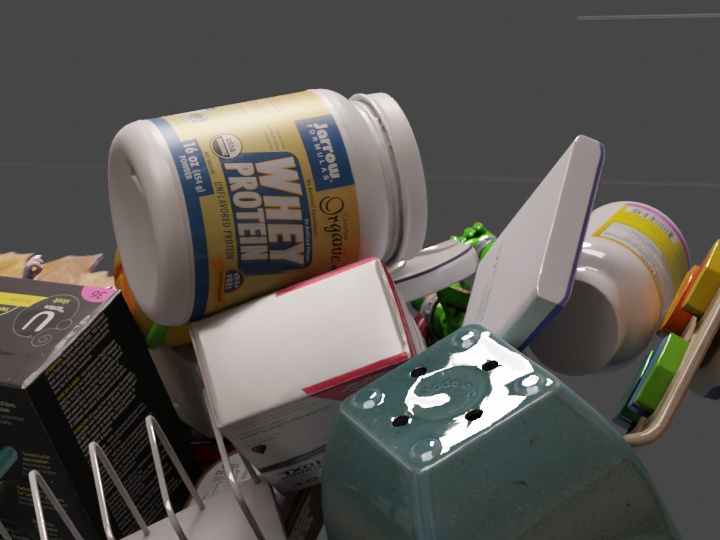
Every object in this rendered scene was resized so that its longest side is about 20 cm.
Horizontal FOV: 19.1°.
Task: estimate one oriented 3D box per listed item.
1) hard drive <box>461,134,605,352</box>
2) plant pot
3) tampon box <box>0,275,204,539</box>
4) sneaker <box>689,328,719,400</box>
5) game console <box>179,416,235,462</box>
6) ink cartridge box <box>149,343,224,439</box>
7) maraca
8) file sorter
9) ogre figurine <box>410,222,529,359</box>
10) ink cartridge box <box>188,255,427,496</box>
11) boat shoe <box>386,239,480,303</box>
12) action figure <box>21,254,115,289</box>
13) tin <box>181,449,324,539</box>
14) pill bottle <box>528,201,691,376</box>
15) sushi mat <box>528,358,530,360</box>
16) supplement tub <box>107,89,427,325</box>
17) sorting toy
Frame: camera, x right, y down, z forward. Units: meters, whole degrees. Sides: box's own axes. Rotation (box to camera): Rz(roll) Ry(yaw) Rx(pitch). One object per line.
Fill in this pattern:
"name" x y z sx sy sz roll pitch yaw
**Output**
"hard drive" 0.115 0.006 1.530 0.025 0.200 0.133 21 61 -7
"plant pot" 0.084 0.157 1.431 0.195 0.201 0.196 -30 31 -16
"tampon box" -0.239 0.123 1.681 0.149 0.201 0.126 6 39 37
"sneaker" 0.316 0.086 1.542 0.081 0.146 0.200 -59 -5 0
"game console" -0.086 0.088 1.812 0.175 0.031 0.201 -8 33 21
"ink cartridge box" -0.092 0.036 1.793 0.199 0.085 0.145 -35 35 -25
"maraca" -0.138 -0.016 1.707 0.106 0.138 0.200 26 26 -9
"file sorter" -0.162 0.196 1.526 0.199 0.125 0.139 -26 36 2
"ogre figurine" 0.075 0.049 1.711 0.199 0.099 0.119 -33 24 -31
"ink cartridge box" -0.024 0.080 1.543 0.144 0.200 0.085 -20 68 4
"boat shoe" 0.000 0.000 1.624 0.198 0.066 0.072 -17 2 -23
"action figure" -0.251 0.070 1.910 0.199 0.133 0.151 -5 74 47
"tin" -0.092 0.202 1.629 0.111 0.042 0.201 -10 32 26
"pill bottle" 0.184 0.017 1.627 0.103 0.105 0.200 -7 11 22
"sushi mat" 0.042 0.108 1.649 0.198 0.097 0.012 3 -2 34
"supplement tub" -0.067 -0.049 1.514 0.198 0.146 0.145 -12 27 -19
"sorting toy" 0.226 0.048 1.508 0.201 0.036 0.185 -57 -5 -10
